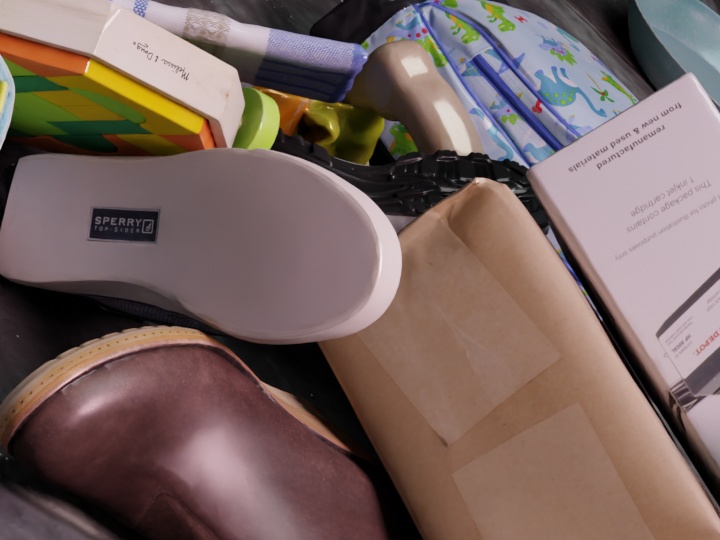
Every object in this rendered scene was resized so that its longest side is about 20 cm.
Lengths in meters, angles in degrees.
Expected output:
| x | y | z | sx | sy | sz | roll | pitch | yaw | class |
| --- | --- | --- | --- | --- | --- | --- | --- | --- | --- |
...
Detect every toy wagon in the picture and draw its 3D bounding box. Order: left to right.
| x | y | z | sx | sy | sz | roll | pitch | yaw | class |
| --- | --- | --- | --- | --- | --- | --- | --- | --- | --- |
| -0.134 | -0.081 | 0.986 | 0.155 | 0.040 | 0.200 | 27 | -16 | -38 | toy wagon |

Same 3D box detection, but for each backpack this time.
| x | y | z | sx | sy | sz | roll | pitch | yaw | class |
| --- | --- | --- | --- | --- | --- | --- | --- | --- | --- |
| 0.088 | -0.065 | 1.323 | 0.163 | 0.154 | 0.200 | 17 | 47 | -57 | backpack |

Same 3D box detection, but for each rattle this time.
| x | y | z | sx | sy | sz | roll | pitch | yaw | class |
| --- | --- | --- | --- | --- | --- | --- | --- | --- | --- |
| 0.000 | 0.000 | 1.145 | 0.143 | 0.130 | 0.200 | -11 | 84 | -49 | rattle |

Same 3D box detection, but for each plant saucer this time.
| x | y | z | sx | sy | sz | roll | pitch | yaw | class |
| --- | --- | --- | --- | --- | --- | --- | --- | --- | --- |
| 0.266 | -0.138 | 1.827 | 0.200 | 0.036 | 0.200 | 35 | 24 | -19 | plant saucer |

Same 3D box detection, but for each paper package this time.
| x | y | z | sx | sy | sz | roll | pitch | yaw | class |
| --- | --- | --- | --- | --- | --- | --- | --- | --- | --- |
| 0.087 | 0.097 | 1.002 | 0.200 | 0.103 | 0.191 | 60 | 5 | 36 | paper package |

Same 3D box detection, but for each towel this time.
| x | y | z | sx | sy | sz | roll | pitch | yaw | class |
| --- | --- | --- | --- | --- | --- | --- | --- | --- | --- |
| -0.098 | -0.108 | 1.053 | 0.200 | 0.024 | 0.147 | 12 | -1 | -3 | towel |

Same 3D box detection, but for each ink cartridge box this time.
| x | y | z | sx | sy | sz | roll | pitch | yaw | class |
| --- | --- | --- | --- | --- | --- | --- | --- | --- | --- |
| 0.162 | 0.037 | 1.029 | 0.200 | 0.084 | 0.145 | 60 | 2 | 19 | ink cartridge box |

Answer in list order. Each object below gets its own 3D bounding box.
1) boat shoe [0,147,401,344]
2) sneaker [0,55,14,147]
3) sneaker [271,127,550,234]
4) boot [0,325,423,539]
| x | y | z | sx | sy | sz | roll | pitch | yaw | class |
| --- | --- | --- | --- | --- | --- | --- | --- | --- | --- |
| -0.048 | -0.008 | 0.970 | 0.200 | 0.075 | 0.093 | 12 | -2 | 37 | boat shoe |
| -0.159 | -0.050 | 0.896 | 0.080 | 0.131 | 0.200 | 41 | 23 | -2 | sneaker |
| -0.019 | -0.014 | 1.089 | 0.200 | 0.079 | 0.074 | 9 | 34 | -2 | sneaker |
| -0.031 | 0.106 | 0.908 | 0.200 | 0.072 | 0.166 | 15 | 34 | -54 | boot |
